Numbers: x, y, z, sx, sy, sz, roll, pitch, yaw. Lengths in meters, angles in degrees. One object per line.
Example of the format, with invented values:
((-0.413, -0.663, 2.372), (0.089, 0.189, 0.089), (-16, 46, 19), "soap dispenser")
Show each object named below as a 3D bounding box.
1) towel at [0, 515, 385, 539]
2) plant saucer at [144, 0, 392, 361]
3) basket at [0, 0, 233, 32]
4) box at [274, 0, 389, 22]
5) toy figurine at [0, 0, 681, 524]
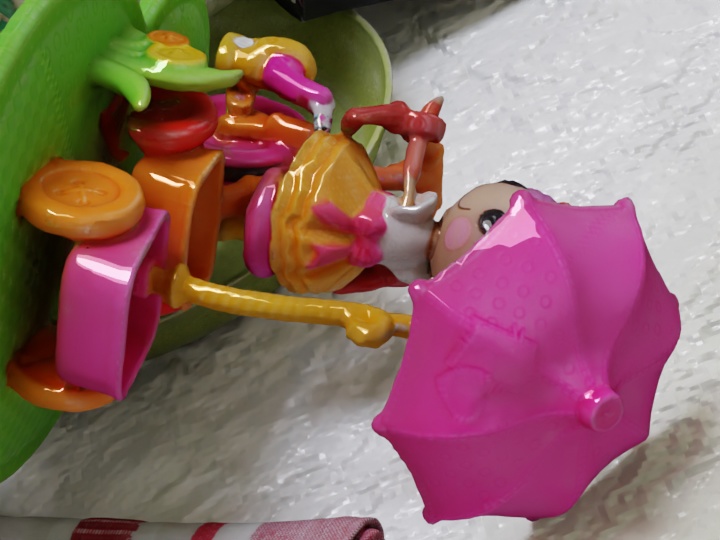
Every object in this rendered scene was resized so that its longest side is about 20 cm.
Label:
((-0.104, 0.119, 0.671), (0.199, 0.023, 0.144), (-2, 39, 28), "towel")
((-0.078, -0.026, 0.841), (0.199, 0.031, 0.201), (-15, 35, 11), "plant saucer")
((-0.120, -0.168, 0.823), (0.139, 0.176, 0.200), (-33, 79, -24), "basket")
((-0.011, -0.203, 0.910), (0.124, 0.150, 0.200), (-15, 30, -21), "box")
((0.000, 0.000, 0.684), (0.183, 0.151, 0.200), (15, 29, 12), "toy figurine")
